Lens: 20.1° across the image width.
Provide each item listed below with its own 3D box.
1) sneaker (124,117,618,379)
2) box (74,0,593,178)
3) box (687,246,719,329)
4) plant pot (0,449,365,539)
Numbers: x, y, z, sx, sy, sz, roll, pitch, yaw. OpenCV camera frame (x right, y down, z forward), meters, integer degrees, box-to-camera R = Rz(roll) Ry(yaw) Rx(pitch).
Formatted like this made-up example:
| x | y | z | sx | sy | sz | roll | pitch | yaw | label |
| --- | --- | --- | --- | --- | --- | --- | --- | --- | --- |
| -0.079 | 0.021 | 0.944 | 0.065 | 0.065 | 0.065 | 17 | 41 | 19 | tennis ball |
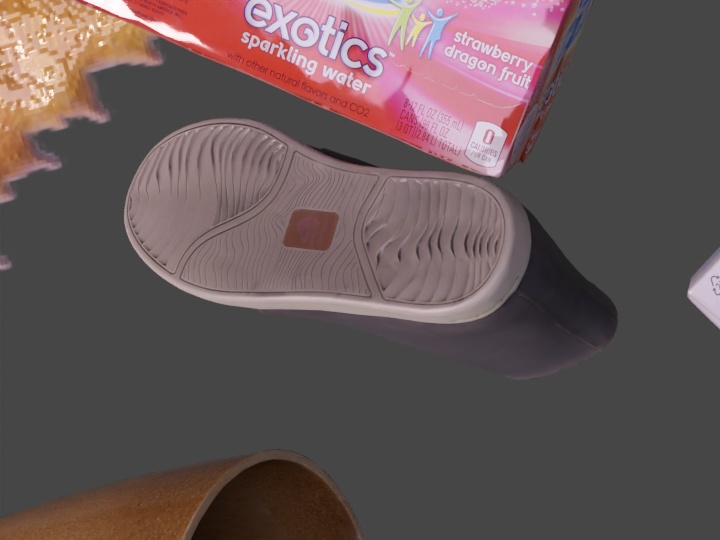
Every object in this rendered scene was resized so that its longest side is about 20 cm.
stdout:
| x | y | z | sx | sy | sz | roll | pitch | yaw | label |
| --- | --- | --- | --- | --- | --- | --- | --- | --- | --- |
| 0.000 | 0.000 | 0.817 | 0.199 | 0.106 | 0.075 | 15 | 78 | 37 | sneaker |
| -0.011 | -0.121 | 0.783 | 0.199 | 0.095 | 0.100 | 23 | 103 | 8 | box |
| 0.249 | 0.020 | 0.781 | 0.200 | 0.041 | 0.156 | 43 | 104 | 1 | box |
| -0.116 | 0.168 | 0.827 | 0.198 | 0.186 | 0.188 | -3 | 99 | 28 | plant pot |
